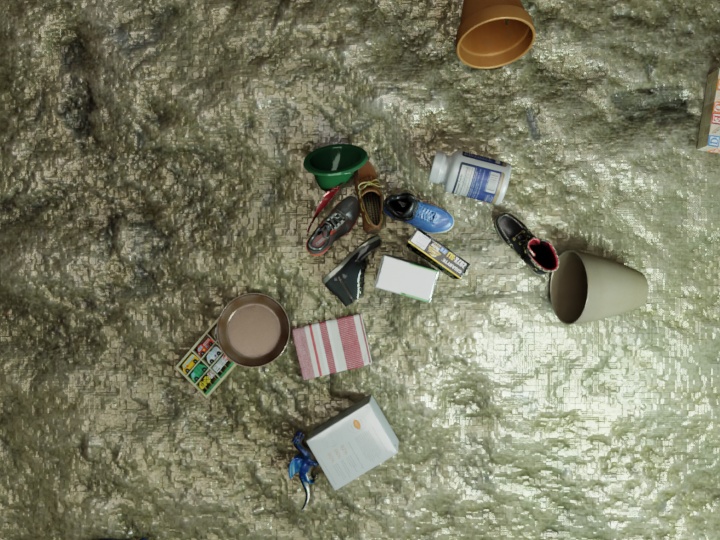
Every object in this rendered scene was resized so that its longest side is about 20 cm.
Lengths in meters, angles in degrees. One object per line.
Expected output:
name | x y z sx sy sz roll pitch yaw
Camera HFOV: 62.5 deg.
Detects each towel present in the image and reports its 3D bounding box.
towel | -0.078 0.209 1.633 0.197 0.023 0.146 -13 88 2

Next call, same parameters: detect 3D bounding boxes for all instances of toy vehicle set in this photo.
toy vehicle set | -0.405 0.237 1.653 0.124 0.027 0.200 42 93 3

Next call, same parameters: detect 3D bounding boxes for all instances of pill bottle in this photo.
pill bottle | 0.284 -0.249 1.557 0.198 0.111 0.112 15 92 4

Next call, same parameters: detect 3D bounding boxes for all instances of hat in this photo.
hat | -0.070 -0.226 1.618 0.197 0.166 0.178 -11 128 -5

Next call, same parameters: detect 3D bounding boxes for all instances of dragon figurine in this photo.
dragon figurine | -0.163 0.540 1.622 0.098 0.059 0.203 14 91 4

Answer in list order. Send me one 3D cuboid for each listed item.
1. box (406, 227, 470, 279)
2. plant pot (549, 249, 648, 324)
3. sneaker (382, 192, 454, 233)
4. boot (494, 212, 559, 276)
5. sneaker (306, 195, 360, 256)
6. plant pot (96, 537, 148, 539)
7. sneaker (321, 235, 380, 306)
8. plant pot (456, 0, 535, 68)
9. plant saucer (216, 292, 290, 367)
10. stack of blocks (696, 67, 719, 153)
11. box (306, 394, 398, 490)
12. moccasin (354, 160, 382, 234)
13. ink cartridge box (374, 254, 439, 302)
box | 0.194 -0.041 1.521 0.159 0.200 0.050 34 91 2
plant pot | 0.619 0.047 1.516 0.197 0.187 0.190 3 91 -10
sneaker | 0.154 -0.150 1.567 0.198 0.111 0.078 20 92 3
boot | 0.430 -0.070 1.528 0.073 0.151 0.201 -36 88 4
sneaker | -0.070 -0.119 1.597 0.077 0.082 0.201 39 90 3
plant pot | -0.655 0.848 1.597 0.177 0.200 0.203 -9 90 -3
sneaker | 0.000 0.000 1.605 0.200 0.075 0.106 -42 92 12
plant pot | 0.337 -0.637 1.520 0.197 0.200 0.142 -6 74 4
plant saucer | -0.292 0.164 1.622 0.198 0.037 0.203 2 79 -8
stack of blocks | 0.955 -0.407 1.533 0.114 0.059 0.203 9 91 4
box | -0.018 0.456 1.587 0.199 0.106 0.153 -31 88 4
moccasin | 0.023 -0.201 1.577 0.073 0.078 0.204 2 72 -12
ink cartridge box | 0.118 0.017 1.528 0.144 0.200 0.089 16 95 3
